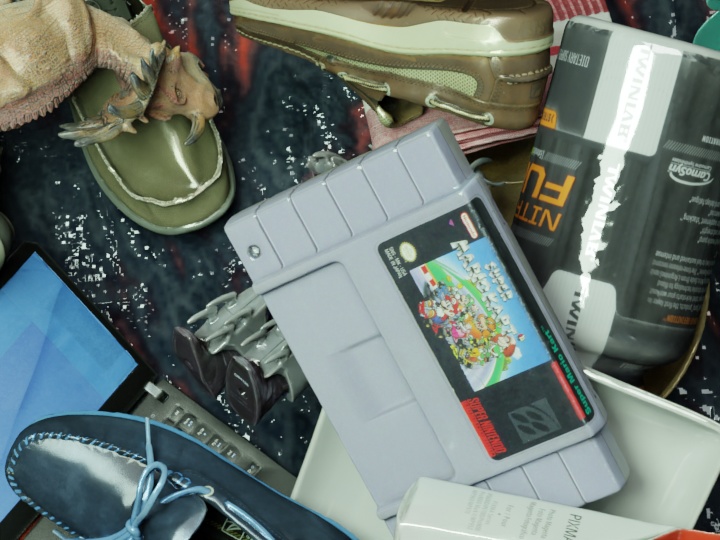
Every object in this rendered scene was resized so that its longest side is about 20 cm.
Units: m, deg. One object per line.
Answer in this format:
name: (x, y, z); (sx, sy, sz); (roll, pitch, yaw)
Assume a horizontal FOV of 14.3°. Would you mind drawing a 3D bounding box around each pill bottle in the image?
pill bottle: (0.130, -0.021, 1.456); (0.106, 0.106, 0.200); (16, 95, 12)

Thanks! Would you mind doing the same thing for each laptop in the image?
laptop: (-0.146, 0.119, 1.487); (0.200, 0.103, 0.177); (35, 75, 20)

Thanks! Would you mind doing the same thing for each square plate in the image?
square plate: (0.066, 0.118, 1.445); (0.198, 0.200, 0.028); (24, 27, 10)

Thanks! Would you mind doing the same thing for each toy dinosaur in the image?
toy dinosaur: (-0.180, -0.105, 1.518); (0.200, 0.086, 0.136); (-23, 79, -10)

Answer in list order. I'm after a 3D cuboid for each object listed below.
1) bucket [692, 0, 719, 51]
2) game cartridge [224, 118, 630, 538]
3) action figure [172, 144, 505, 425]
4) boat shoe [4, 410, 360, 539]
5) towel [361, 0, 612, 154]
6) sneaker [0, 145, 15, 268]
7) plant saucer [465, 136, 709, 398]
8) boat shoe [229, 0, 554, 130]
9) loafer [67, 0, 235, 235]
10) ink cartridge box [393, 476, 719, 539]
bucket: (0.283, -0.092, 1.484); (0.135, 0.207, 0.207); (-28, 66, -23)
game cartridge: (0.034, 0.038, 1.393); (0.130, 0.038, 0.200); (-24, 100, 30)
action figure: (0.000, 0.000, 1.498); (0.200, 0.069, 0.130); (-38, 50, -22)
boat shoe: (-0.085, 0.126, 1.438); (0.200, 0.069, 0.084); (18, 112, 4)
towel: (0.064, -0.134, 1.580); (0.144, 0.023, 0.200); (-10, 42, -2)
sneaker: (-0.221, -0.048, 1.528); (0.106, 0.200, 0.075); (-50, 115, -21)
plant saucer: (0.088, 0.014, 1.546); (0.200, 0.035, 0.200); (-2, 66, 5)
boat shoe: (0.011, -0.109, 1.489); (0.202, 0.075, 0.075); (14, 24, 42)
loafer: (-0.136, -0.107, 1.601); (0.075, 0.070, 0.200); (-30, 67, -7)
ink cartridge box: (0.111, 0.192, 1.403); (0.200, 0.163, 0.057); (13, 34, 13)
